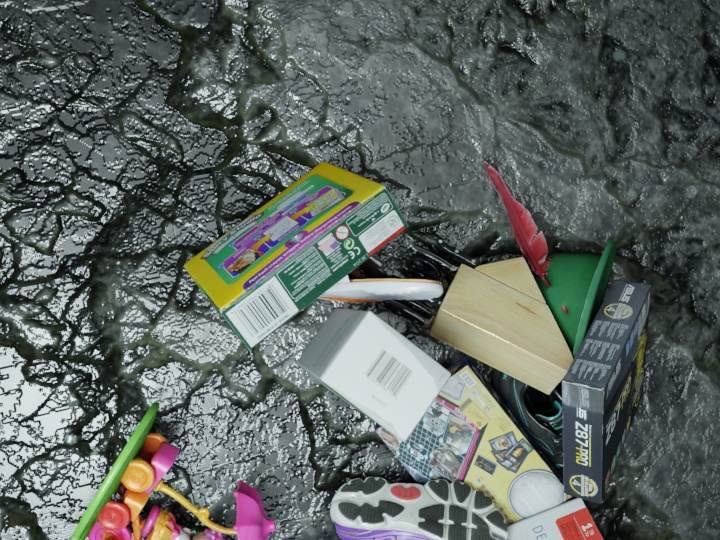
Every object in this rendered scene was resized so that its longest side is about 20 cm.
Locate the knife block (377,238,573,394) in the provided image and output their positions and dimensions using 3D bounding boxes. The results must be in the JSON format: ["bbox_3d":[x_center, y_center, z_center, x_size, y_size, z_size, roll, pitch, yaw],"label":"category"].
[{"bbox_3d":[0.117,0.055,0.889,0.175,0.064,0.200,-13,61,-15],"label":"knife block"}]

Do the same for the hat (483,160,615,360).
[{"bbox_3d":[0.198,0.015,0.951,0.176,0.166,0.200,17,59,20],"label":"hat"}]

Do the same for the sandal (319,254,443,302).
[{"bbox_3d":[0.006,0.001,0.851,0.079,0.206,0.059,12,79,-46],"label":"sandal"}]

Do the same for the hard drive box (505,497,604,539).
[{"bbox_3d":[0.183,0.359,0.860,0.199,0.156,0.077,-23,119,3],"label":"hard drive box"}]

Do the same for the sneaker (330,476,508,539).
[{"bbox_3d":[0.066,0.286,0.900,0.199,0.084,0.081,8,42,8],"label":"sneaker"}]

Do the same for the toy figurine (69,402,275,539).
[{"bbox_3d":[-0.186,0.267,0.822,0.184,0.150,0.200,32,105,-7],"label":"toy figurine"}]

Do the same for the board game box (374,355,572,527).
[{"bbox_3d":[0.130,0.217,0.920,0.135,0.035,0.200,-37,97,11],"label":"board game box"}]

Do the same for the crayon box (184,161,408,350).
[{"bbox_3d":[-0.074,-0.025,0.831,0.200,0.172,0.058,-38,115,-10],"label":"crayon box"}]

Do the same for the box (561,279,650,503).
[{"bbox_3d":[0.274,0.129,0.883,0.200,0.049,0.162,-45,134,-46],"label":"box"}]

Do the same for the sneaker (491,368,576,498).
[{"bbox_3d":[0.227,0.195,0.942,0.075,0.079,0.200,-37,98,-10],"label":"sneaker"}]

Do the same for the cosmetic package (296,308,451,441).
[{"bbox_3d":[0.007,0.102,0.835,0.107,0.200,0.085,37,81,-6],"label":"cosmetic package"}]
